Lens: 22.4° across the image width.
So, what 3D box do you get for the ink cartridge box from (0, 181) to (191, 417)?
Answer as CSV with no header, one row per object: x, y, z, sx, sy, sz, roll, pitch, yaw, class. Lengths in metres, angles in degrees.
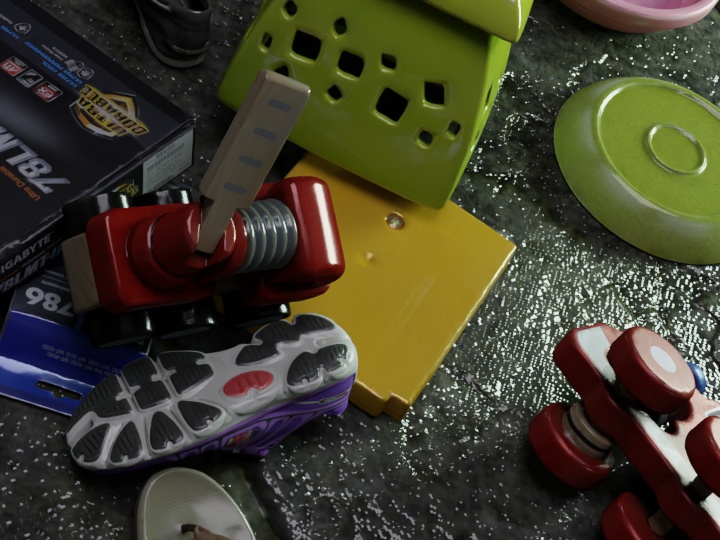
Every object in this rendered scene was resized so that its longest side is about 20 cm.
-0.183,0.009,1.245,0.099,0.039,0.201,18,49,-11,ink cartridge box

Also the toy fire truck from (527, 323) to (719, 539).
0.226,0.122,1.303,0.200,0.112,0.168,52,28,20,toy fire truck

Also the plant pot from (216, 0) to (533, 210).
0.030,-0.198,1.384,0.199,0.182,0.199,27,34,-3,plant pot

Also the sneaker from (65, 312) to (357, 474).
-0.092,0.100,1.192,0.199,0.084,0.081,-15,44,-15,sneaker

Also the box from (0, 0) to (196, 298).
-0.250,-0.092,1.255,0.200,0.050,0.198,37,53,23,box

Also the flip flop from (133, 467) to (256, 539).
-0.085,0.207,1.115,0.081,0.058,0.201,-1,54,-24,flip flop

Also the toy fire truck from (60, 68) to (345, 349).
-0.074,-0.038,1.157,0.175,0.199,0.130,-6,82,-42,toy fire truck

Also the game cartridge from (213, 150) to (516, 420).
0.000,0.000,1.341,0.176,0.032,0.200,34,50,5,game cartridge

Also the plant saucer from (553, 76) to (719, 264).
0.260,-0.094,1.528,0.199,0.031,0.201,13,49,-15,plant saucer

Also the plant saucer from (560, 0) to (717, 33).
0.235,-0.289,1.659,0.199,0.051,0.202,12,51,-15,plant saucer

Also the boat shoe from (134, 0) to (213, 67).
-0.170,-0.252,1.446,0.067,0.057,0.201,-16,61,-33,boat shoe
